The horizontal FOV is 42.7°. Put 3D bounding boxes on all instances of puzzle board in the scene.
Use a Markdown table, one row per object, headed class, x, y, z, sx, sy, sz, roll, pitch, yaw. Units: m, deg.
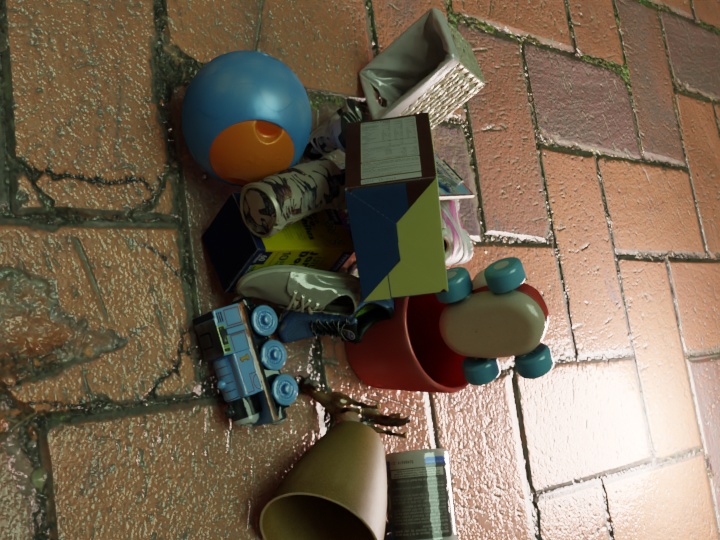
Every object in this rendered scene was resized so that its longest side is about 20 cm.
| class | x | y | z | sx | sy | sz | roll | pitch | yaw |
| --- | --- | --- | --- | --- | --- | --- | --- | --- | --- |
| puzzle board | 0.108 | -0.203 | 1.717 | 0.149 | 0.018 | 0.201 | -7 | 49 | -44 |

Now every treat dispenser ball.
| class | x | y | z | sx | sy | sz | roll | pitch | yaw |
| --- | --- | --- | --- | --- | --- | --- | --- | --- | --- |
| treat dispenser ball | -0.173 | -0.229 | 1.400 | 0.199 | 0.199 | 0.205 | 15 | 67 | -40 |

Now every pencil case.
| class | x | y | z | sx | sy | sz | roll | pitch | yaw |
| --- | --- | --- | --- | --- | --- | --- | --- | --- | --- |
| pencil case | -0.096 | -0.108 | 1.364 | 0.089 | 0.078 | 0.199 | 38 | 34 | 16 |

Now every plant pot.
| class | x | y | z | sx | sy | sz | roll | pitch | yaw |
| --- | --- | --- | --- | --- | --- | --- | --- | --- | --- |
| plant pot | -0.034 | 0.329 | 1.395 | 0.187 | 0.185 | 0.201 | 51 | 34 | -19 |
| plant pot | 0.081 | 0.116 | 1.553 | 0.198 | 0.176 | 0.204 | 16 | 66 | -40 |

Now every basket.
| class | x | y | z | sx | sy | sz | roll | pitch | yaw |
| --- | --- | --- | --- | --- | --- | --- | --- | --- | --- |
| basket | 0.116 | -0.355 | 1.709 | 0.122 | 0.199 | 0.137 | 23 | 41 | -45 |

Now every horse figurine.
| class | x | y | z | sx | sy | sz | roll | pitch | yaw |
| --- | --- | --- | --- | --- | --- | --- | --- | --- | --- |
| horse figurine | -0.002 | 0.228 | 1.493 | 0.199 | 0.131 | 0.051 | 32 | 69 | -45 |

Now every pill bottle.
| class | x | y | z | sx | sy | sz | roll | pitch | yaw |
| --- | --- | --- | --- | --- | --- | --- | --- | --- | --- |
| pill bottle | 0.102 | 0.403 | 1.529 | 0.112 | 0.113 | 0.204 | 9 | 71 | -42 |

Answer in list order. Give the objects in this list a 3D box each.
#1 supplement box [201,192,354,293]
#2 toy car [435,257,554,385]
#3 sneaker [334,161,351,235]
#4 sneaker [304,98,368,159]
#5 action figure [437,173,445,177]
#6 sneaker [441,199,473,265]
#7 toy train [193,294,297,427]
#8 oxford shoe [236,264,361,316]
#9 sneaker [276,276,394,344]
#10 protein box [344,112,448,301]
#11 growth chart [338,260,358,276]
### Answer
| class | x | y | z | sx | sy | sz | roll | pitch | yaw |
| --- | --- | --- | --- | --- | --- | --- | --- | --- | --- |
| supplement box | -0.125 | -0.042 | 1.429 | 0.198 | 0.109 | 0.111 | -2 | 55 | -44 |
| toy car | 0.231 | 0.049 | 1.490 | 0.200 | 0.174 | 0.187 | -50 | 123 | -54 |
| sneaker | -0.015 | -0.101 | 1.604 | 0.083 | 0.080 | 0.201 | -41 | 101 | -26 |
| sneaker | -0.043 | -0.213 | 1.563 | 0.076 | 0.115 | 0.201 | 46 | 17 | -17 |
| action figure | 0.048 | -0.163 | 1.613 | 0.116 | 0.200 | 0.056 | -18 | 119 | -24 |
| sneaker | 0.145 | -0.097 | 1.750 | 0.088 | 0.081 | 0.203 | -28 | 96 | -46 |
| toy train | -0.171 | 0.139 | 1.373 | 0.113 | 0.086 | 0.204 | -15 | 88 | -37 |
| oxford shoe | -0.087 | 0.035 | 1.377 | 0.196 | 0.075 | 0.059 | 6 | 57 | -21 |
| sneaker | -0.038 | 0.073 | 1.453 | 0.079 | 0.197 | 0.090 | 67 | 3 | -49 |
| protein box | 0.053 | -0.098 | 1.394 | 0.201 | 0.132 | 0.201 | -90 | 172 | -54 |
| growth chart | 0.000 | 0.000 | 1.547 | 0.018 | 0.145 | 0.199 | 48 | 42 | 12 |
